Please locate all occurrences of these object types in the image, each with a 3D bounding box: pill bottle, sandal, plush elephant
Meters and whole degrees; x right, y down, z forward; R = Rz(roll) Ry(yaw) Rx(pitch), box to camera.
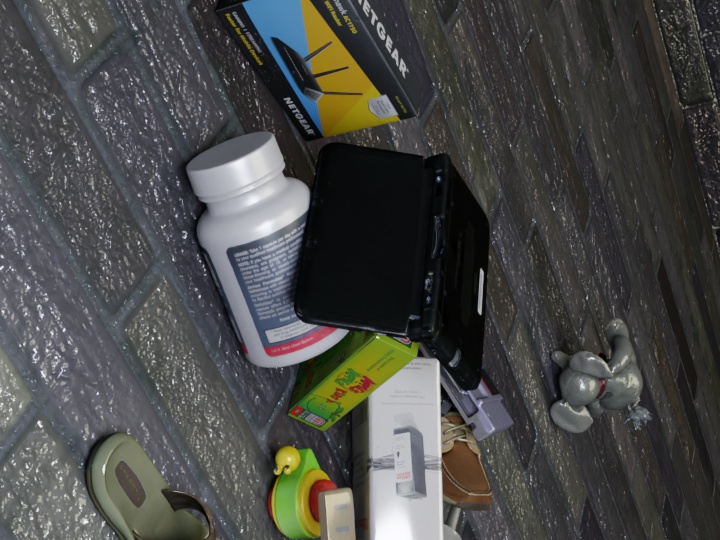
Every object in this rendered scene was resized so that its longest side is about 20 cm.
[{"bbox_3d":[-0.089,-0.022,1.082,0.120,0.118,0.203,-51,127,-54],"label":"pill bottle"},{"bbox_3d":[-0.159,0.218,0.952,0.202,0.056,0.080,60,35,-35],"label":"sandal"},{"bbox_3d":[0.389,0.185,1.914,0.152,0.167,0.201,15,26,-22],"label":"plush elephant"}]

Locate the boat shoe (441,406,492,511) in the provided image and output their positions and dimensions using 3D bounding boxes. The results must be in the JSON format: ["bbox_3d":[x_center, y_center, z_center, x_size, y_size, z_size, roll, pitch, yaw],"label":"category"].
[{"bbox_3d":[0.099,0.202,1.326,0.074,0.200,0.075,5,112,-24],"label":"boat shoe"}]

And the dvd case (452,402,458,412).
[{"bbox_3d":[0.133,0.134,1.494,0.200,0.022,0.149,41,45,-75],"label":"dvd case"}]

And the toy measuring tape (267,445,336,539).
[{"bbox_3d":[-0.044,0.266,1.146,0.202,0.072,0.074,67,31,-24],"label":"toy measuring tape"}]

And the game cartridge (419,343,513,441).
[{"bbox_3d":[0.109,0.104,1.333,0.202,0.038,0.129,58,17,13],"label":"game cartridge"}]

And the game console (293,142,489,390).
[{"bbox_3d":[0.038,-0.005,1.069,0.176,0.115,0.203,49,39,-46],"label":"game console"}]

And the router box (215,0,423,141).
[{"bbox_3d":[-0.040,-0.235,1.202,0.201,0.147,0.052,52,39,-41],"label":"router box"}]

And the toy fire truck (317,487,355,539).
[{"bbox_3d":[-0.008,0.307,1.071,0.175,0.128,0.202,-18,142,-55],"label":"toy fire truck"}]

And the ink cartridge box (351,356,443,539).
[{"bbox_3d":[0.038,0.205,1.231,0.146,0.083,0.204,119,-27,-74],"label":"ink cartridge box"}]

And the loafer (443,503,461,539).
[{"bbox_3d":[0.087,0.328,1.369,0.070,0.069,0.203,52,40,-42],"label":"loafer"}]

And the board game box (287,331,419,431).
[{"bbox_3d":[-0.002,0.076,1.144,0.047,0.200,0.103,26,52,-16],"label":"board game box"}]

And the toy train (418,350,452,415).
[{"bbox_3d":[0.081,0.112,1.382,0.045,0.034,0.201,30,19,-16],"label":"toy train"}]
